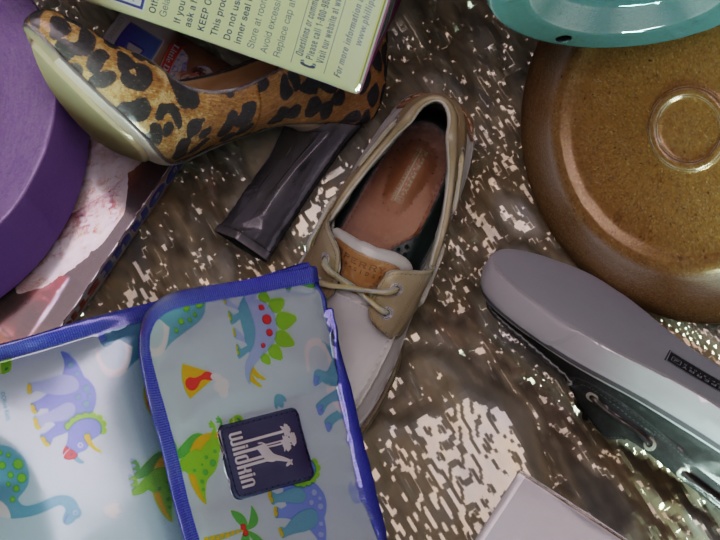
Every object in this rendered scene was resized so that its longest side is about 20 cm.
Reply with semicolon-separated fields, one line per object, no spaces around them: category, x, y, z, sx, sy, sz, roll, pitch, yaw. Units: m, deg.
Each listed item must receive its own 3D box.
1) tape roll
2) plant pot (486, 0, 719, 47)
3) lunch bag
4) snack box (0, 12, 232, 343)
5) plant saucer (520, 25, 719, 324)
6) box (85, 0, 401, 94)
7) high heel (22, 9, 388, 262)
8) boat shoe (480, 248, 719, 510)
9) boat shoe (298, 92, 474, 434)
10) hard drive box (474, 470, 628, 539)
tape roll;-0.243;-0.071;1.150;0.199;0.066;0.201;-3;72;8
plant pot;0.121;-0.215;1.058;0.199;0.200;0.189;-3;72;0
lunch bag;-0.095;0.101;1.084;0.199;0.127;0.171;-14;88;-5
snack box;-0.148;-0.039;1.176;0.072;0.024;0.200;31;79;10
plant saucer;0.168;-0.071;1.126;0.199;0.035;0.201;3;97;24
box;-0.065;-0.193;1.122;0.199;0.176;0.097;19;120;0
high heel;-0.072;-0.112;1.125;0.071;0.200;0.143;24;77;48
boat shoe;0.139;0.062;1.128;0.200;0.069;0.057;33;117;13
boat shoe;0.000;0.000;1.141;0.074;0.068;0.201;20;79;4
hard drive box;0.050;0.207;1.045;0.077;0.156;0.200;33;78;10
